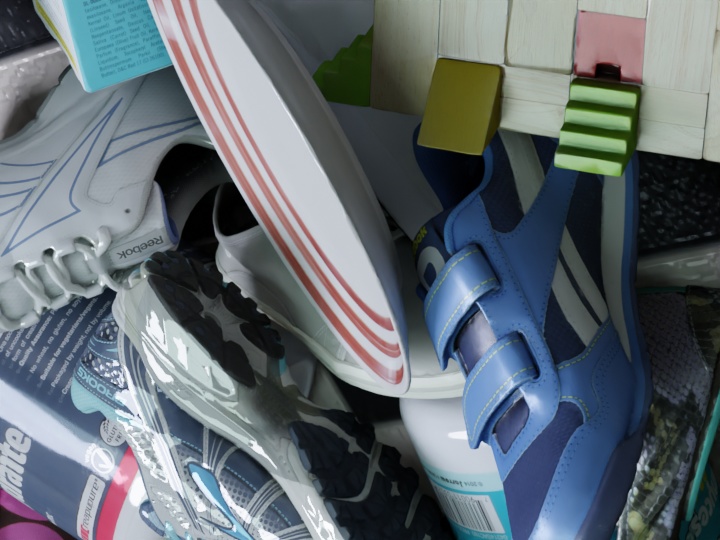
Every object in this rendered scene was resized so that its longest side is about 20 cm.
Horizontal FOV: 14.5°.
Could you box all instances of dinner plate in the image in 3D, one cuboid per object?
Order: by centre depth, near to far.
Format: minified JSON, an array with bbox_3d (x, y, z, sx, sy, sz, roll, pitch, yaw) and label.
[{"bbox_3d":[-0.027,-0.044,1.073,0.201,0.024,0.200,59,171,15],"label":"dinner plate"}]

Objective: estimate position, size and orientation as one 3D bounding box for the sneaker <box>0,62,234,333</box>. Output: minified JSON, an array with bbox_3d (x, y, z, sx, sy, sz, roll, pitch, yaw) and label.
[{"bbox_3d":[-0.128,-0.020,1.182,0.087,0.200,0.075,37,161,34],"label":"sneaker"}]

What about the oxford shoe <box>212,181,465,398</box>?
[{"bbox_3d":[0.000,0.000,1.175,0.200,0.075,0.058,27,141,48],"label":"oxford shoe"}]

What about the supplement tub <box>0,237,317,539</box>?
[{"bbox_3d":[-0.133,0.035,1.285,0.199,0.140,0.141,32,139,13],"label":"supplement tub"}]

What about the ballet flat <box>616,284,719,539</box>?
[{"bbox_3d":[0.102,0.099,1.092,0.072,0.072,0.202,16,107,29],"label":"ballet flat"}]

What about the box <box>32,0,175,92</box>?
[{"bbox_3d":[-0.120,-0.179,1.135,0.082,0.049,0.201,-126,20,-53],"label":"box"}]

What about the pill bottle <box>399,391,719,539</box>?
[{"bbox_3d":[0.100,0.112,1.185,0.110,0.111,0.201,-2,123,40],"label":"pill bottle"}]

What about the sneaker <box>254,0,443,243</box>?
[{"bbox_3d":[0.006,-0.101,1.130,0.085,0.073,0.200,-42,85,17],"label":"sneaker"}]

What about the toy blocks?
[{"bbox_3d":[0.084,-0.119,1.015,0.198,0.100,0.138,10,118,13],"label":"toy blocks"}]

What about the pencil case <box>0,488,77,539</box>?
[{"bbox_3d":[-0.164,0.165,1.393,0.200,0.090,0.094,121,143,-50],"label":"pencil case"}]

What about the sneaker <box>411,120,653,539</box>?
[{"bbox_3d":[0.057,0.023,1.027,0.082,0.201,0.074,12,141,-18],"label":"sneaker"}]

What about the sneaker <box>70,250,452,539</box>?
[{"bbox_3d":[-0.040,0.090,1.167,0.086,0.078,0.200,-45,79,27],"label":"sneaker"}]
